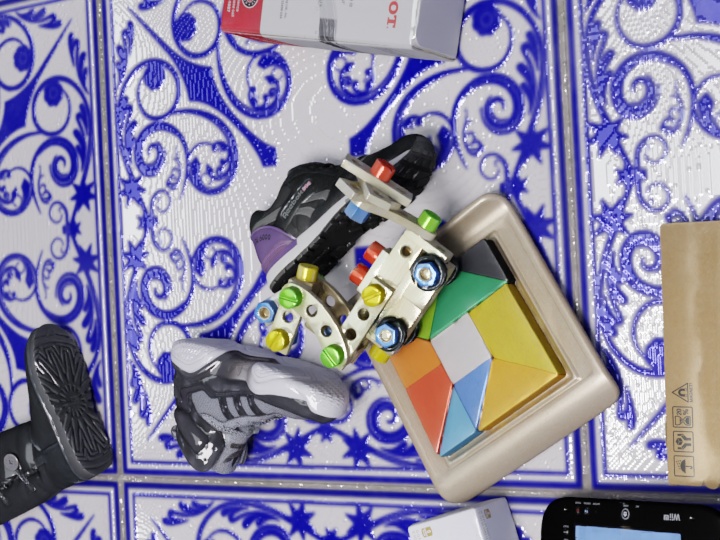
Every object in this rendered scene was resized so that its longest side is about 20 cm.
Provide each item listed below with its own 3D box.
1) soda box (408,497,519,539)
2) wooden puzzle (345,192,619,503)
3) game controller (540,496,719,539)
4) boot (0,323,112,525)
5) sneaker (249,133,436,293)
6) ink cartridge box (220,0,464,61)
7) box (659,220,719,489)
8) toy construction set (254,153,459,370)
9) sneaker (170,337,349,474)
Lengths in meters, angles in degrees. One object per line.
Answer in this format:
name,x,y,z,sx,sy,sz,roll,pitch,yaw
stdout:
soda box,0.108,0.291,1.091,0.068,0.064,0.201,-22,80,29
wooden puzzle,0.091,0.066,1.114,0.185,0.037,0.201,-38,72,26
game controller,0.205,0.225,1.006,0.199,0.042,0.105,-10,86,55
boot,-0.358,0.167,1.383,0.199,0.065,0.166,-29,74,33
sneaker,-0.026,-0.070,1.166,0.200,0.076,0.088,-39,65,26
ink cartridge box,-0.009,-0.261,1.145,0.199,0.084,0.145,12,96,32
box,0.303,0.061,0.991,0.162,0.021,0.202,-2,89,32
toy construction set,0.000,0.000,1.102,0.131,0.092,0.201,37,123,13
sneaker,-0.096,0.132,1.211,0.199,0.075,0.115,14,98,37
